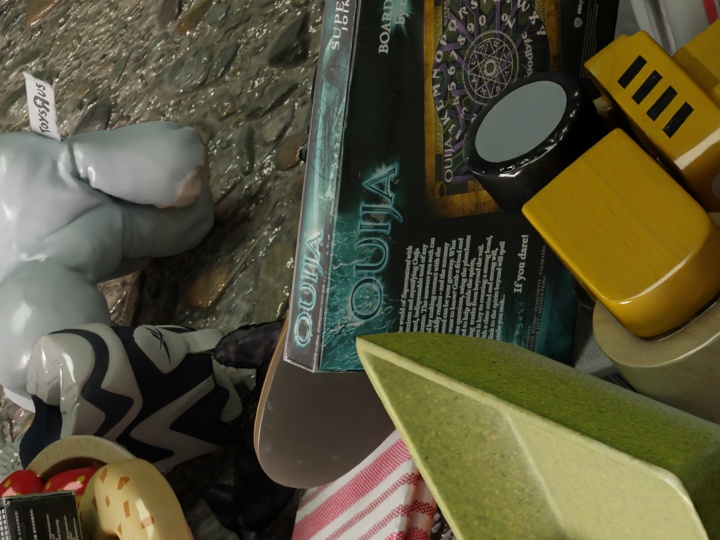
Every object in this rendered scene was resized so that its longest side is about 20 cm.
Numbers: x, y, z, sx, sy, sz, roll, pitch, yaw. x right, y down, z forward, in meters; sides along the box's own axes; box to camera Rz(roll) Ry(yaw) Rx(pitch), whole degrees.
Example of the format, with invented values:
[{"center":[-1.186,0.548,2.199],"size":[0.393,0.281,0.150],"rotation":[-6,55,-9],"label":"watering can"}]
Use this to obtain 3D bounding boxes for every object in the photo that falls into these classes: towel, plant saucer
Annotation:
[{"center":[0.011,0.089,1.015],"size":[0.146,0.030,0.200],"rotation":[-46,26,56],"label":"towel"},{"center":[0.104,0.109,0.795],"size":[0.048,0.200,0.200],"rotation":[-39,29,-19],"label":"plant saucer"}]

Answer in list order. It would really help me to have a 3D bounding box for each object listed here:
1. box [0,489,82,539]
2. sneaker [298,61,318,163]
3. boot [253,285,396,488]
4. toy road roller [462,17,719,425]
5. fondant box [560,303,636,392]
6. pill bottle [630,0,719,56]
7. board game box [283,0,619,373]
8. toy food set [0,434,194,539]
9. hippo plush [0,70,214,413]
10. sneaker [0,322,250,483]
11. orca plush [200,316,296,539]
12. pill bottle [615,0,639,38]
[{"center":[-0.190,0.221,1.044],"size":[0.193,0.047,0.200],"rotation":[-21,76,51],"label":"box"},{"center":[0.039,-0.113,1.184],"size":[0.200,0.075,0.114],"rotation":[-46,36,10],"label":"sneaker"},{"center":[0.000,0.000,0.958],"size":[0.075,0.074,0.200],"rotation":[37,107,59],"label":"boot"},{"center":[0.145,-0.026,0.829],"size":[0.146,0.123,0.200],"rotation":[-39,34,6],"label":"toy road roller"},{"center":[0.130,-0.019,1.000],"size":[0.144,0.058,0.200],"rotation":[-21,42,38],"label":"fondant box"},{"center":[0.218,-0.152,0.935],"size":[0.200,0.109,0.109],"rotation":[-18,37,0],"label":"pill bottle"},{"center":[0.041,-0.057,0.891],"size":[0.028,0.135,0.200],"rotation":[20,105,56],"label":"board game box"},{"center":[-0.137,0.181,1.053],"size":[0.200,0.049,0.198],"rotation":[11,99,49],"label":"toy food set"},{"center":[-0.159,0.001,1.249],"size":[0.159,0.200,0.161],"rotation":[-11,62,3],"label":"hippo plush"},{"center":[-0.125,0.097,1.181],"size":[0.080,0.129,0.199],"rotation":[55,143,37],"label":"sneaker"},{"center":[-0.043,0.048,1.065],"size":[0.200,0.071,0.105],"rotation":[-57,18,36],"label":"orca plush"},{"center":[0.176,-0.209,1.085],"size":[0.109,0.110,0.200],"rotation":[4,60,51],"label":"pill bottle"}]
